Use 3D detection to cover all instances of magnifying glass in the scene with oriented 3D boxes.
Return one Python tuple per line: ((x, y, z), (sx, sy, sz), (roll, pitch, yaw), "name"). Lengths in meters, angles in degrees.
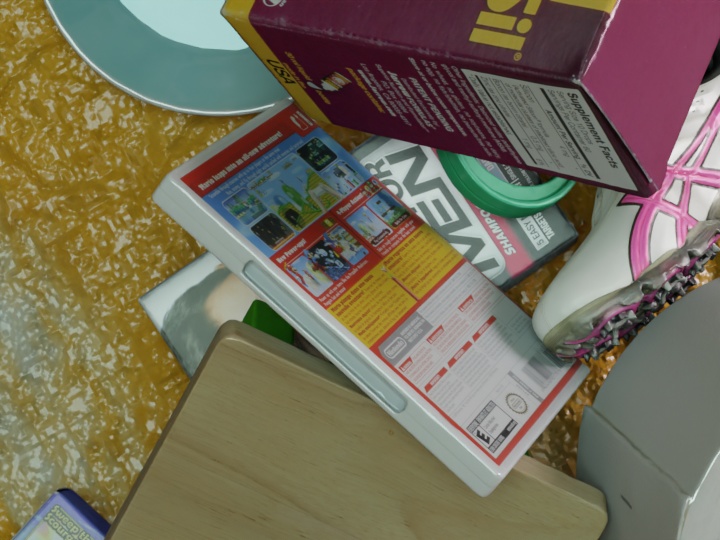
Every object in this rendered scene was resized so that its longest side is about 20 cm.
((0.078, -0.119, 1.296), (0.079, 0.022, 0.201), (16, 65, -20), "magnifying glass")

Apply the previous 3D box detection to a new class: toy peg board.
((-0.016, 0.128, 1.262), (0.199, 0.098, 0.200), (25, 114, -10), "toy peg board")

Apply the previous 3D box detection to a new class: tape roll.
((0.215, 0.111, 1.221), (0.201, 0.139, 0.204), (-4, 106, -14), "tape roll")

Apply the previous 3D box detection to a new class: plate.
((-0.070, -0.177, 1.344), (0.198, 0.026, 0.202), (0, 87, 4), "plate")

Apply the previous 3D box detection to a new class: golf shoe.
((0.141, -0.035, 1.282), (0.092, 0.073, 0.200), (43, 62, 8), "golf shoe")

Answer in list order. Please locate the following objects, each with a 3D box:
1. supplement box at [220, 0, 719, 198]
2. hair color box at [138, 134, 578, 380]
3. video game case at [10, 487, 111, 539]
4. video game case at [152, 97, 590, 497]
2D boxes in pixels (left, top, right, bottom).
((0.058, -0.129, 1.204), (0.199, 0.103, 0.132), (14, 70, 33), "supplement box")
((0.000, 0.000, 1.313), (0.199, 0.061, 0.099), (-35, 86, 2), "hair color box")
((-0.137, 0.242, 1.319), (0.200, 0.045, 0.181), (43, 92, 4), "video game case")
((0.009, 0.008, 1.216), (0.200, 0.143, 0.017), (42, 118, 4), "video game case")
